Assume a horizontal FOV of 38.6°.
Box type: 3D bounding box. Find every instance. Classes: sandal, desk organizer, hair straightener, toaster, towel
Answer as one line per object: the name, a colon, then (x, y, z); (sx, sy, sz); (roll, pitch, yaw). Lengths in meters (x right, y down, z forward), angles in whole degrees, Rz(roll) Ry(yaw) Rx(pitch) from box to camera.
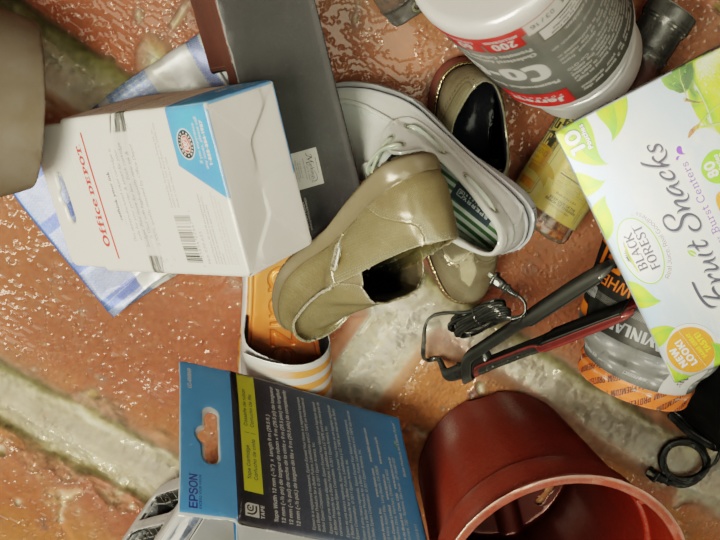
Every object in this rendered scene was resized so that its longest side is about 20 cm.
sandal: (-0.063, 0.053, 0.827); (0.078, 0.059, 0.209); (-7, 116, -8)
desk organizer: (-0.062, -0.123, 0.748); (0.071, 0.077, 0.202); (-19, 105, -19)
hair straightener: (0.121, 0.034, 0.825); (0.199, 0.041, 0.078); (-27, 95, 40)
toaster: (-0.120, 0.241, 0.829); (0.129, 0.200, 0.114); (39, 61, -12)
towel: (-0.158, -0.071, 0.800); (0.199, 0.024, 0.148); (-33, 109, 4)

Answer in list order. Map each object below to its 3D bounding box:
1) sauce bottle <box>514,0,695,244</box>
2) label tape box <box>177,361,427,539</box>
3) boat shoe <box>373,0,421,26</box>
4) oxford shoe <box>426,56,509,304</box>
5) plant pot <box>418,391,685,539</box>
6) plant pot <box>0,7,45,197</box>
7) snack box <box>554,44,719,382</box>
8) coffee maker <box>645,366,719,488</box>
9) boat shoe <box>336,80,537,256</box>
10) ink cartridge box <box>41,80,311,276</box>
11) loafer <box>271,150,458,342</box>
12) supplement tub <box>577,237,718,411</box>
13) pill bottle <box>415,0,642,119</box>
sauce bottle: (0.190, -0.119, 0.812); (0.066, 0.066, 0.201); (29, 100, -16)
label tape box: (-0.055, 0.161, 0.780); (0.198, 0.144, 0.066); (17, 125, -23)
boat shoe: (0.088, -0.253, 0.754); (0.199, 0.073, 0.065); (-31, 125, 2)
oxford shoe: (0.083, -0.061, 0.809); (0.069, 0.075, 0.203); (-7, 110, -6)
plant pot: (0.136, 0.207, 0.843); (0.198, 0.196, 0.203); (-2, 109, -7)
plant pot: (-0.308, -0.115, 0.691); (0.171, 0.200, 0.203); (0, 110, -26)
snack box: (0.244, -0.042, 0.728); (0.141, 0.053, 0.202); (-26, 94, 21)
coffee maker: (0.354, 0.147, 0.851); (0.133, 0.200, 0.194); (12, 107, -11)
boat shoe: (0.038, -0.079, 0.752); (0.199, 0.067, 0.074); (31, 115, 19)
ink cartridge box: (-0.138, -0.063, 0.726); (0.066, 0.198, 0.117); (-31, 115, -44)
loafer: (0.000, 0.000, 0.723); (0.075, 0.068, 0.200); (-11, 153, -36)
supplement tub: (0.251, 0.002, 0.829); (0.121, 0.123, 0.202); (11, 106, -11)
pill bottle: (0.123, -0.179, 0.705); (0.114, 0.114, 0.199); (-51, 150, 10)
